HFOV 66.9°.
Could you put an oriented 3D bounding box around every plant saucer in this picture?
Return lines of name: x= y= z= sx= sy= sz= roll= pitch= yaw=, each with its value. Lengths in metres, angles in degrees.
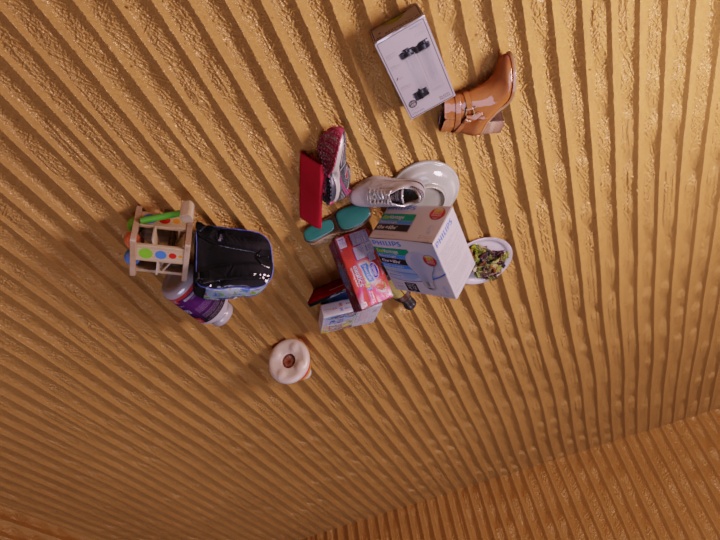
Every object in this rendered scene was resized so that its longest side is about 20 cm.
plant saucer: x=0.168 y=-0.193 z=1.432 sx=0.196 sy=0.051 sz=0.202 roll=-6 pitch=136 yaw=-6

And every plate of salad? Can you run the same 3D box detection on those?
plate of salad: x=0.370 y=-0.020 z=1.658 sx=0.196 sy=0.049 sz=0.202 roll=-7 pitch=136 yaw=-6

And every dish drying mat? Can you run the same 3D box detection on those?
dish drying mat: x=-0.122 y=-0.197 z=1.356 sx=0.018 sy=0.076 sz=0.202 roll=-35 pitch=149 yaw=-34

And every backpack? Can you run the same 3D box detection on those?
backpack: x=-0.332 y=-0.015 z=1.417 sx=0.196 sy=0.187 sz=0.147 roll=2 pitch=159 yaw=-19

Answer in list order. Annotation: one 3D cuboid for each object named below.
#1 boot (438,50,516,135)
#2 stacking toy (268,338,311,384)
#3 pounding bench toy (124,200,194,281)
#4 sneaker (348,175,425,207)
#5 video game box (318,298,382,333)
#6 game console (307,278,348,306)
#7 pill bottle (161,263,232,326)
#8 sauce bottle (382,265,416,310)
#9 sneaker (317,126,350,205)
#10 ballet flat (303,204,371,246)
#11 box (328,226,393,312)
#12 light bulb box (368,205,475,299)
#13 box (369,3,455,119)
boot: x=0.260 y=-0.397 z=1.235 sx=0.152 sy=0.078 sz=0.202 roll=-1 pitch=143 yaw=-6
stacking toy: x=-0.215 y=0.325 z=1.856 sx=0.144 sy=0.149 sz=0.200 roll=-18 pitch=156 yaw=7
pounding bench toy: x=-0.492 y=-0.094 z=1.332 sx=0.153 sy=0.126 sz=0.202 roll=6 pitch=134 yaw=-18
sneaker: x=0.063 y=-0.191 z=1.358 sx=0.196 sy=0.081 sz=0.078 roll=-4 pitch=115 yaw=13
video game box: x=-0.036 y=0.133 z=1.660 sx=0.179 sy=0.048 sz=0.200 roll=-14 pitch=162 yaw=-12
game console: x=-0.037 y=0.081 z=1.622 sx=0.197 sy=0.173 sz=0.120 roll=-23 pitch=104 yaw=12
pill bottle: x=-0.450 y=0.074 z=1.524 sx=0.111 sy=0.114 sz=0.200 roll=-26 pitch=135 yaw=15
sauce bottle: x=0.113 y=0.055 z=1.665 sx=0.064 sy=0.065 sz=0.200 roll=-25 pitch=135 yaw=14
sneaker: x=-0.058 y=-0.256 z=1.307 sx=0.074 sy=0.081 sz=0.202 roll=-24 pitch=144 yaw=-28
ballet flat: x=-0.057 y=-0.120 z=1.459 sx=0.197 sy=0.072 sz=0.065 roll=-19 pitch=163 yaw=11
box: x=0.000 y=0.000 z=1.463 sx=0.098 sy=0.203 sz=0.095 roll=-21 pitch=176 yaw=-16
light bulb box: x=0.158 y=-0.050 z=1.381 sx=0.196 sy=0.126 sz=0.201 roll=8 pitch=143 yaw=39
box: x=0.114 y=-0.438 z=1.157 sx=0.115 sy=0.061 sz=0.200 roll=-25 pitch=136 yaw=14
